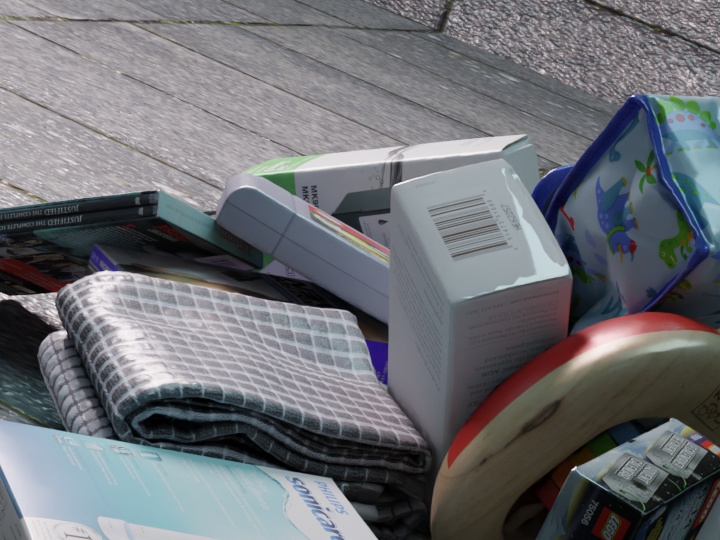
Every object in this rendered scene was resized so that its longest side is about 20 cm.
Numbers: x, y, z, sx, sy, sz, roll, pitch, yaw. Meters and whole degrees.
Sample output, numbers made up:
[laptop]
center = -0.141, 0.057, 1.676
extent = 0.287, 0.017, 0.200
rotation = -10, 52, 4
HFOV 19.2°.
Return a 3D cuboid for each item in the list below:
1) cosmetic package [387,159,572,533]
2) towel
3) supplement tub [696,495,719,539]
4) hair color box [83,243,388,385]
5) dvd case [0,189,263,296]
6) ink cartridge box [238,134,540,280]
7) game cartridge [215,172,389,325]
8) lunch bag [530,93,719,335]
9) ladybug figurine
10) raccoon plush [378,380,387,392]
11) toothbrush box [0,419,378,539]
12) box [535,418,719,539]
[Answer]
[cosmetic package]
center = 0.062, 0.050, 1.178
extent = 0.074, 0.200, 0.102
rotation = -13, 46, -12
[towel]
center = -0.067, 0.073, 1.191
extent = 0.199, 0.086, 0.166
rotation = 12, 17, -26
[supplement tub]
center = 0.206, 0.155, 1.236
extent = 0.122, 0.123, 0.200
rotation = 32, -2, 40
[hair color box]
center = -0.069, 0.043, 1.345
extent = 0.199, 0.065, 0.109
rotation = 8, 17, -31
[dvd case]
center = -0.183, -0.015, 1.382
extent = 0.199, 0.022, 0.146
rotation = -5, -15, 24
[ink cartridge box]
center = 0.025, -0.012, 1.496
extent = 0.199, 0.147, 0.084
rotation = -6, 8, 19
[game cartridge]
center = 0.000, 0.000, 1.362
extent = 0.200, 0.041, 0.133
rotation = 30, 8, -7
[lunch bag]
center = 0.191, -0.011, 1.200
extent = 0.169, 0.200, 0.128
rotation = -3, 60, -26
[ladybug figurine]
center = 0.118, 0.087, 1.113
extent = 0.136, 0.200, 0.072
rotation = 39, 19, -43
[raccoon plush]
center = 0.097, 0.092, 1.351
extent = 0.200, 0.097, 0.134
rotation = 29, 9, 0
[toothbrush box]
center = -0.088, 0.150, 1.021
extent = 0.199, 0.086, 0.146
rotation = 11, 15, -26
[box]
center = 0.090, 0.169, 0.949
extent = 0.040, 0.201, 0.137
rotation = 31, 18, 20
